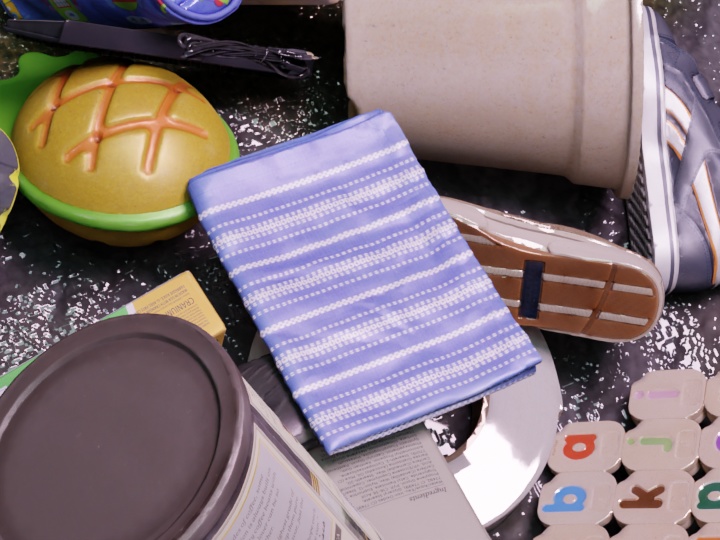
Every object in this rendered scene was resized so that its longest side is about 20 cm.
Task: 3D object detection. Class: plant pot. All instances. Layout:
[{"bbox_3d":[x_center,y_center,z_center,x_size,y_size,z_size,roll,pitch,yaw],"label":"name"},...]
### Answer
[{"bbox_3d":[0.081,-0.145,1.191,0.182,0.201,0.201,-1,66,2],"label":"plant pot"}]

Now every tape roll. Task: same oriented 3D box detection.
[{"bbox_3d":[0.026,0.080,1.150,0.202,0.037,0.204,4,65,-8],"label":"tape roll"}]

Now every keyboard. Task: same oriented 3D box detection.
[{"bbox_3d":[-0.109,-0.136,1.144,0.199,0.127,0.021,1,95,-43],"label":"keyboard"}]

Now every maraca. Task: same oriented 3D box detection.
[{"bbox_3d":[-0.166,-0.085,1.156,0.200,0.107,0.137,32,47,30],"label":"maraca"}]

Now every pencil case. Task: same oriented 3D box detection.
[{"bbox_3d":[-0.154,-0.192,1.152,0.087,0.199,0.078,43,67,-34],"label":"pencil case"}]

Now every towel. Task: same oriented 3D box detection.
[{"bbox_3d":[0.000,0.000,1.071,0.144,0.024,0.200,-20,62,-20],"label":"towel"}]

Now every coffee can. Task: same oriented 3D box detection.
[{"bbox_3d":[-0.081,0.135,0.910,0.146,0.200,0.147,-14,52,18],"label":"coffee can"}]

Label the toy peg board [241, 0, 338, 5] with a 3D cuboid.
[{"bbox_3d":[-0.063,-0.279,1.202,0.198,0.098,0.200,7,55,40],"label":"toy peg board"}]

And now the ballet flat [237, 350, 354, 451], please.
[{"bbox_3d":[-0.025,0.070,1.072,0.066,0.057,0.200,42,53,20],"label":"ballet flat"}]

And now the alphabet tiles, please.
[{"bbox_3d":[0.201,0.139,1.102,0.195,0.015,0.201,-5,46,23],"label":"alphabet tiles"}]

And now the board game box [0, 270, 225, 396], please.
[{"bbox_3d":[-0.156,0.090,1.022,0.153,0.200,0.040,-31,75,-21],"label":"board game box"}]

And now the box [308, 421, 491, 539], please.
[{"bbox_3d":[0.037,0.180,1.012,0.082,0.069,0.200,-15,47,-15],"label":"box"}]

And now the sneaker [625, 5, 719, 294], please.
[{"bbox_3d":[0.217,-0.082,1.236,0.079,0.078,0.201,-3,78,-6],"label":"sneaker"}]

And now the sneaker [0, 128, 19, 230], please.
[{"bbox_3d":[-0.262,0.006,1.117,0.074,0.085,0.201,23,84,-25],"label":"sneaker"}]

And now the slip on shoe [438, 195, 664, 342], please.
[{"bbox_3d":[0.092,-0.005,1.152,0.199,0.061,0.076,10,109,6],"label":"slip on shoe"}]
